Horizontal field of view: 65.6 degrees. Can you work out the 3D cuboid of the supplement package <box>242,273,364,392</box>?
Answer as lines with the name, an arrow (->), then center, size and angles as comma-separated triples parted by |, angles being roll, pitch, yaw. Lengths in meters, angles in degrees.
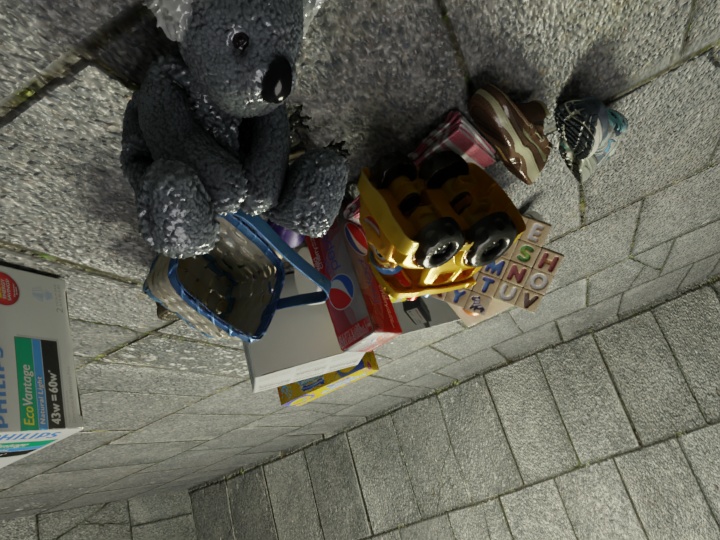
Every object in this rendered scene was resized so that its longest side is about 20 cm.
supplement package -> -0.105, 0.097, 0.964 | 0.194, 0.160, 0.111 | -12, 159, -18

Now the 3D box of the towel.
towel -> 0.083, -0.120, 0.757 | 0.198, 0.031, 0.145 | -37, 156, 23

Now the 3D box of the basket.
basket -> -0.154, -0.002, 0.675 | 0.196, 0.142, 0.177 | -9, 140, 36

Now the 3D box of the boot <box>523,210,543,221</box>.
boot -> 0.272, -0.040, 1.073 | 0.088, 0.074, 0.201 | -17, 160, -19

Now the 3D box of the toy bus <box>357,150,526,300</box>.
toy bus -> 0.070, -0.031, 0.686 | 0.195, 0.138, 0.194 | -8, 143, -36

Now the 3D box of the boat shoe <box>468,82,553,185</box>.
boat shoe -> 0.194, -0.183, 0.693 | 0.075, 0.075, 0.201 | -48, 151, 9

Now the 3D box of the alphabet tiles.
alphabet tiles -> 0.174, -0.013, 0.789 | 0.194, 0.008, 0.171 | 20, 123, 4

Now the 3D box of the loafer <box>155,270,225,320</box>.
loafer -> -0.241, 0.032, 0.826 | 0.074, 0.070, 0.200 | -16, 175, 2

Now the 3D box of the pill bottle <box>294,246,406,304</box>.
pill bottle -> 0.000, 0.000, 0.882 | 0.195, 0.115, 0.113 | -6, 156, -32

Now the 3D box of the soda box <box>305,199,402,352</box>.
soda box -> -0.016, 0.004, 0.753 | 0.063, 0.205, 0.069 | -31, 157, 30

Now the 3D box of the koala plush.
koala plush -> -0.101, -0.148, 0.425 | 0.174, 0.185, 0.204 | -14, 139, -37

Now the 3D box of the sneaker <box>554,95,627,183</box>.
sneaker -> 0.320, -0.197, 0.766 | 0.085, 0.079, 0.199 | -35, 163, 10

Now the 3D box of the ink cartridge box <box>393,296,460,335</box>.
ink cartridge box -> 0.145, 0.055, 1.077 | 0.197, 0.086, 0.143 | -21, 179, 43

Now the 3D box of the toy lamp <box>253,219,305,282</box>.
toy lamp -> -0.116, -0.030, 0.789 | 0.057, 0.060, 0.201 | -8, 155, -25

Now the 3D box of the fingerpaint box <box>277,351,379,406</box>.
fingerpaint box -> -0.080, 0.151, 1.103 | 0.196, 0.171, 0.073 | -27, 158, 19

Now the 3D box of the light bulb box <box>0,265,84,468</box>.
light bulb box -> -0.460, 0.128, 0.675 | 0.196, 0.204, 0.124 | -24, 161, 17

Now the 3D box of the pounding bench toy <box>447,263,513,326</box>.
pounding bench toy -> 0.210, 0.010, 0.898 | 0.123, 0.158, 0.201 | -29, 116, 29

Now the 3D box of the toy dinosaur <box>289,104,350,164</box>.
toy dinosaur -> -0.068, -0.129, 0.613 | 0.087, 0.049, 0.197 | -26, 156, 35
